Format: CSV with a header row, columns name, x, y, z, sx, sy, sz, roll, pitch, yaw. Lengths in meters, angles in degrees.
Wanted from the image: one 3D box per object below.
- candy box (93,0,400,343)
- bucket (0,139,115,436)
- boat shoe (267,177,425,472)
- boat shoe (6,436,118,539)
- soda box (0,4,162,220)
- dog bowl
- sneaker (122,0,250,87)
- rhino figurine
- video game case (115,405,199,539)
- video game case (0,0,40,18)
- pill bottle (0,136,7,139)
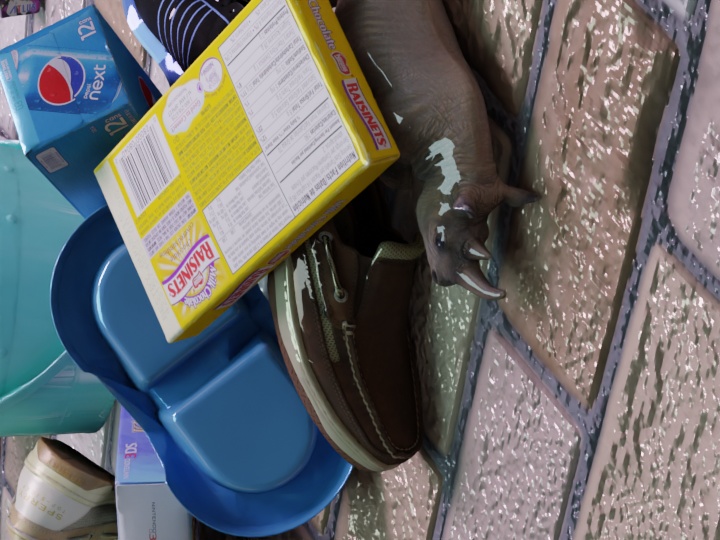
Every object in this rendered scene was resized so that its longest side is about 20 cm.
name,x,y,z,sx,sy,sz,roll,pitch,yaw
candy box,-0.060,-0.052,1.097,0.200,0.026,0.103,-39,73,48
bucket,-0.231,0.013,1.465,0.207,0.134,0.209,-176,90,-71
boat shoe,-0.003,0.002,1.127,0.075,0.075,0.203,-16,100,34
boat shoe,-0.188,0.153,1.471,0.073,0.063,0.201,32,174,4
soda box,-0.131,-0.064,1.256,0.200,0.064,0.068,57,-171,-65
dog bowl,-0.085,0.050,1.227,0.200,0.111,0.050,53,175,-5
sneaker,-0.074,-0.127,1.239,0.078,0.070,0.201,-46,50,33
rhino figurine,0.024,-0.074,1.056,0.087,0.060,0.201,-43,62,43
video game case,-0.119,0.174,1.366,0.200,0.045,0.183,-103,10,-72
video game case,-0.271,-0.302,1.591,0.200,0.036,0.182,47,139,47
pill bottle,-0.305,0.005,1.682,0.111,0.110,0.201,34,129,55
